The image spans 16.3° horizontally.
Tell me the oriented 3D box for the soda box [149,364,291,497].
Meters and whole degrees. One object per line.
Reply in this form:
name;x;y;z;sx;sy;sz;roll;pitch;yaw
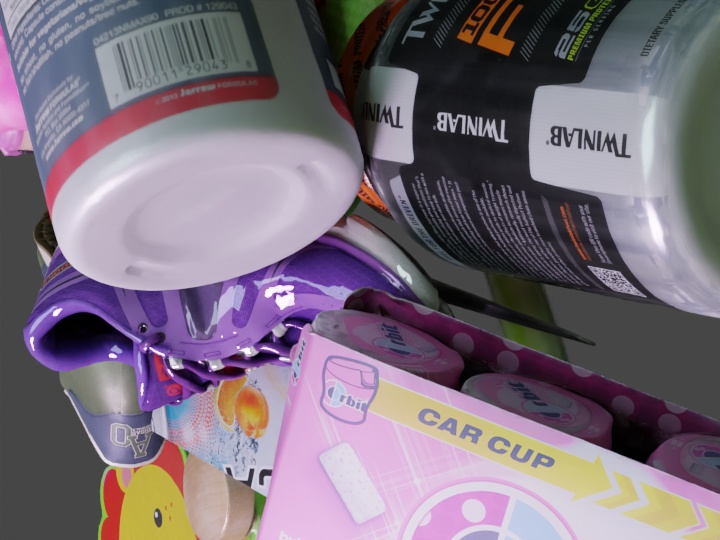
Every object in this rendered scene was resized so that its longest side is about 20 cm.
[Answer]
soda box;0.000;0.072;1.069;0.200;0.068;0.064;25;111;42

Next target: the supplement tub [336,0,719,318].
supplement tub;0.085;-0.053;0.927;0.200;0.122;0.123;11;100;52

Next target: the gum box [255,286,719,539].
gum box;0.058;0.095;0.935;0.199;0.066;0.114;21;112;14

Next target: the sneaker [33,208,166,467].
sneaker;-0.120;0.029;1.204;0.200;0.067;0.090;-118;26;-71

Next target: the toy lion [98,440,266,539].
toy lion;-0.071;0.164;1.198;0.192;0.068;0.201;-27;70;57

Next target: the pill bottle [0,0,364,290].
pill bottle;-0.080;-0.105;0.970;0.120;0.119;0.201;-44;54;44

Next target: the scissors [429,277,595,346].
scissors;0.000;0.000;1.047;0.073;0.200;0.014;113;-177;-55

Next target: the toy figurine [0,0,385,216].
toy figurine;-0.108;-0.083;1.111;0.200;0.184;0.151;-47;43;50

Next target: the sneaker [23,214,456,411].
sneaker;-0.051;0.026;1.029;0.199;0.081;0.084;1;49;34
